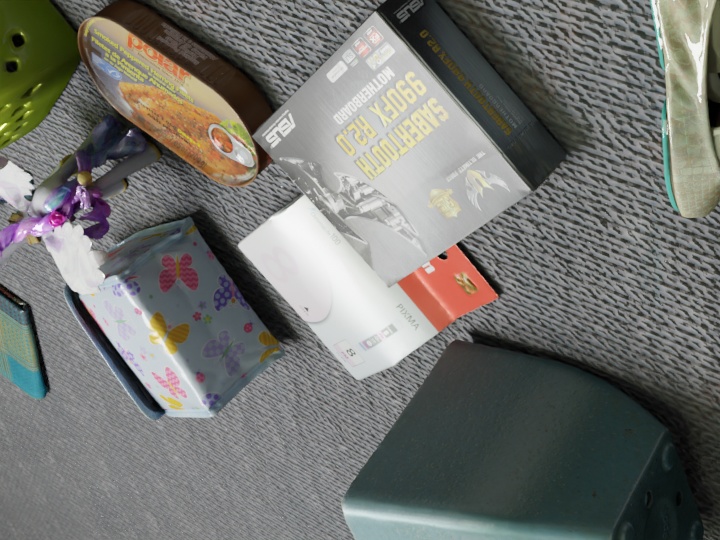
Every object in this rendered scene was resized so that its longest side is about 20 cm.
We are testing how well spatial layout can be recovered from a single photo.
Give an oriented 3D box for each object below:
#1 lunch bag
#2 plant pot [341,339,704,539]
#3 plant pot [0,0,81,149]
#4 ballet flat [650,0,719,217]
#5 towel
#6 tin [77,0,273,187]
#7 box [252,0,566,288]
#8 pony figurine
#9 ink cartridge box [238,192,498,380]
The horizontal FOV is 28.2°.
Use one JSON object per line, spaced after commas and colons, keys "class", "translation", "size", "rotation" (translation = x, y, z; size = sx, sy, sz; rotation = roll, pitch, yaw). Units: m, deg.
{"class": "lunch bag", "translation": [-0.195, 0.054, 1.399], "size": [0.170, 0.127, 0.200], "rotation": [57, 154, -14]}
{"class": "plant pot", "translation": [0.143, 0.189, 1.095], "size": [0.200, 0.196, 0.197], "rotation": [1, 128, 37]}
{"class": "plant pot", "translation": [-0.399, -0.189, 1.300], "size": [0.199, 0.181, 0.200], "rotation": [47, 150, -4]}
{"class": "ballet flat", "translation": [0.197, -0.105, 0.790], "size": [0.062, 0.067, 0.200], "rotation": [10, 136, 31]}
{"class": "towel", "translation": [-0.471, 0.075, 1.860], "size": [0.147, 0.022, 0.200], "rotation": [32, 145, 20]}
{"class": "tin", "translation": [-0.150, -0.148, 1.187], "size": [0.200, 0.042, 0.112], "rotation": [36, 152, 16]}
{"class": "box", "translation": [0.028, -0.089, 1.015], "size": [0.158, 0.048, 0.200], "rotation": [49, 145, -5]}
{"class": "pony figurine", "translation": [-0.276, -0.057, 1.286], "size": [0.167, 0.200, 0.193], "rotation": [51, 149, -8]}
{"class": "ink cartridge box", "translation": [0.000, 0.000, 1.171], "size": [0.163, 0.057, 0.200], "rotation": [49, 154, -6]}
